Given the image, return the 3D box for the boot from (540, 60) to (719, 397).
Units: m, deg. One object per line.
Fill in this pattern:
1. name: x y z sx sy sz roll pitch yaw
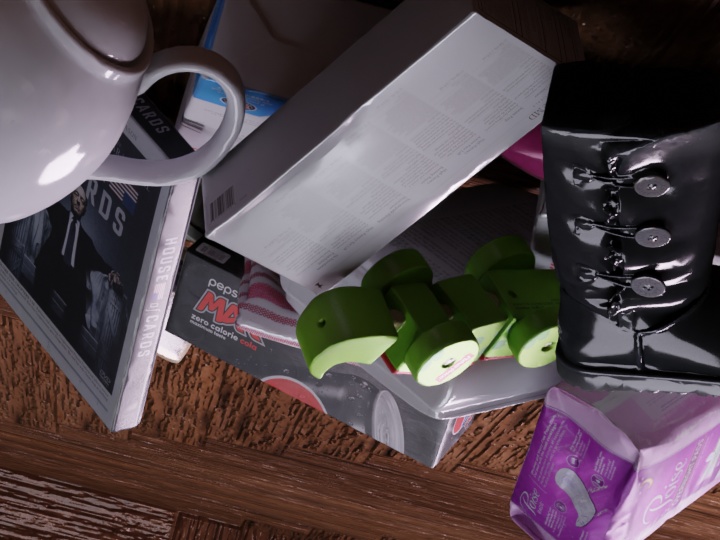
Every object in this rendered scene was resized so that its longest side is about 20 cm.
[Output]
1. boot: 0.175 -0.023 1.383 0.165 0.066 0.200 -6 134 1

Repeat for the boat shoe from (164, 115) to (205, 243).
1. boat shoe: -0.123 -0.060 1.753 0.072 0.060 0.202 29 179 6

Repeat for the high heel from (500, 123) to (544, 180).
1. high heel: 0.156 -0.082 1.416 0.200 0.068 0.096 7 160 -1

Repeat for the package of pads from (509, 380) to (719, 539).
1. package of pads: 0.184 0.083 1.611 0.076 0.200 0.121 39 137 25

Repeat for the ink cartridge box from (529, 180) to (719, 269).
1. ink cartridge box: 0.196 -0.029 1.530 0.200 0.083 0.145 13 167 3

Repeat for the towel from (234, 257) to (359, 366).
1. towel: 0.000 0.000 1.719 0.146 0.030 0.200 15 -151 -5

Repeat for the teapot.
1. teapot: -0.167 -0.126 1.351 0.146 0.198 0.200 -28 173 19

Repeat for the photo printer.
1. photo printer: 0.076 0.013 1.641 0.200 0.070 0.166 -11 -145 -39

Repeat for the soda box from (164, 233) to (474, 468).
1. soda box: -0.019 0.043 1.741 0.200 0.071 0.063 26 -146 14

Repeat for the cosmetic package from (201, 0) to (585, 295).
1. cosmetic package: 0.015 -0.072 1.389 0.083 0.051 0.200 30 127 -33

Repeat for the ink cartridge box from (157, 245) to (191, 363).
1. ink cartridge box: -0.208 -0.033 1.812 0.200 0.075 0.165 32 178 34

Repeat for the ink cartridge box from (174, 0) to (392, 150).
1. ink cartridge box: -0.038 -0.096 1.525 0.116 0.067 0.200 15 167 -7

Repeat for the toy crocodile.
1. toy crocodile: 0.055 0.028 1.478 0.200 0.068 0.062 -7 143 -41

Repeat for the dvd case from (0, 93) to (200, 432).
1. dvd case: -0.156 -0.027 1.595 0.025 0.200 0.150 -15 -133 -34
